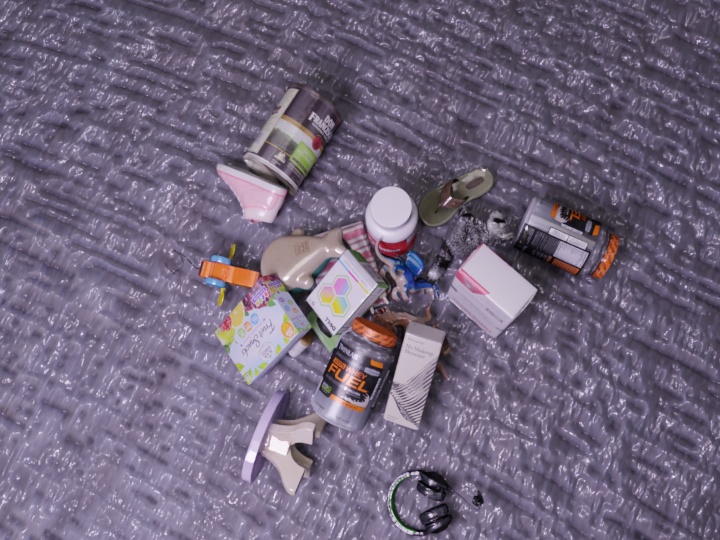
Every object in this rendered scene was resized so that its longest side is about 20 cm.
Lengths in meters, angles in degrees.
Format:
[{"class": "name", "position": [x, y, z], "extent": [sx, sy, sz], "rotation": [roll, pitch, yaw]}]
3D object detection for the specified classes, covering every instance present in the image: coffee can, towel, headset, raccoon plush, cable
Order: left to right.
[{"class": "coffee can", "position": [-0.153, -0.297, 1.461], "extent": [0.145, 0.147, 0.202], "rotation": [30, 81, 10]}, {"class": "towel", "position": [-0.034, -0.001, 1.444], "extent": [0.144, 0.030, 0.203], "rotation": [-17, 76, -1]}, {"class": "cable", "position": [0.000, 0.000, 1.402], "extent": [0.096, 0.050, 0.202], "rotation": [-28, 78, 2]}, {"class": "headset", "position": [0.147, 0.465, 1.290], "extent": [0.196, 0.094, 0.126], "rotation": [-8, 76, 13]}, {"class": "raccoon plush", "position": [0.248, -0.048, 1.430], "extent": [0.132, 0.097, 0.202], "rotation": [27, 110, -5]}]

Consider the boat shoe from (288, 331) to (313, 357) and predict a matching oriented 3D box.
[{"class": "boat shoe", "position": [-0.182, 0.101, 1.409], "extent": [0.069, 0.070, 0.201], "rotation": [-46, 63, 22]}]

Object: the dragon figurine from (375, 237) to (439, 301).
[{"class": "dragon figurine", "position": [0.094, -0.004, 1.369], "extent": [0.099, 0.058, 0.201], "rotation": [-46, 112, -32]}]

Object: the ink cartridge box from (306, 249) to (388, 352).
[{"class": "ink cartridge box", "position": [-0.045, 0.066, 1.360], "extent": [0.201, 0.059, 0.104], "rotation": [-49, 66, 16]}]

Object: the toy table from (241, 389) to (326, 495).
[{"class": "toy table", "position": [-0.148, 0.346, 1.302], "extent": [0.115, 0.185, 0.202], "rotation": [17, 56, 9]}]

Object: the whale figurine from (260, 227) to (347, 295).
[{"class": "whale figurine", "position": [-0.117, -0.019, 1.401], "extent": [0.197, 0.104, 0.161], "rotation": [-22, 54, 8]}]

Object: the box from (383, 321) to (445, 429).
[{"class": "box", "position": [0.110, 0.214, 1.318], "extent": [0.081, 0.068, 0.203], "rotation": [15, 109, 9]}]

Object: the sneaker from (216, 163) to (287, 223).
[{"class": "sneaker", "position": [-0.263, -0.172, 1.474], "extent": [0.198, 0.075, 0.106], "rotation": [26, 104, 25]}]

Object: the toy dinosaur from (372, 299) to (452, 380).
[{"class": "toy dinosaur", "position": [0.115, 0.152, 1.376], "extent": [0.134, 0.086, 0.202], "rotation": [-27, 89, 5]}]

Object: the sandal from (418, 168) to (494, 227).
[{"class": "sandal", "position": [0.213, -0.174, 1.454], "extent": [0.200, 0.057, 0.080], "rotation": [-35, 77, -5]}]

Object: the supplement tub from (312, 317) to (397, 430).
[{"class": "supplement tub", "position": [-0.008, 0.206, 1.301], "extent": [0.121, 0.122, 0.203], "rotation": [24, 95, 9]}]

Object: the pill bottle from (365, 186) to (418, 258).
[{"class": "pill bottle", "position": [0.067, -0.103, 1.373], "extent": [0.110, 0.200, 0.114], "rotation": [-1, 76, 4]}]

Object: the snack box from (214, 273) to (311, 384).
[{"class": "snack box", "position": [-0.208, 0.125, 1.359], "extent": [0.143, 0.053, 0.200], "rotation": [52, 123, 13]}]

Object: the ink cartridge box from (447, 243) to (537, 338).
[{"class": "ink cartridge box", "position": [0.264, 0.047, 1.326], "extent": [0.145, 0.200, 0.085], "rotation": [42, 77, 12]}]

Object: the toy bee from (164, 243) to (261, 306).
[{"class": "toy bee", "position": [-0.313, -0.002, 1.424], "extent": [0.199, 0.109, 0.132], "rotation": [35, 82, 0]}]

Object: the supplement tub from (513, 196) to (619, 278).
[{"class": "supplement tub", "position": [0.440, -0.067, 1.382], "extent": [0.197, 0.123, 0.124], "rotation": [24, 79, 8]}]
